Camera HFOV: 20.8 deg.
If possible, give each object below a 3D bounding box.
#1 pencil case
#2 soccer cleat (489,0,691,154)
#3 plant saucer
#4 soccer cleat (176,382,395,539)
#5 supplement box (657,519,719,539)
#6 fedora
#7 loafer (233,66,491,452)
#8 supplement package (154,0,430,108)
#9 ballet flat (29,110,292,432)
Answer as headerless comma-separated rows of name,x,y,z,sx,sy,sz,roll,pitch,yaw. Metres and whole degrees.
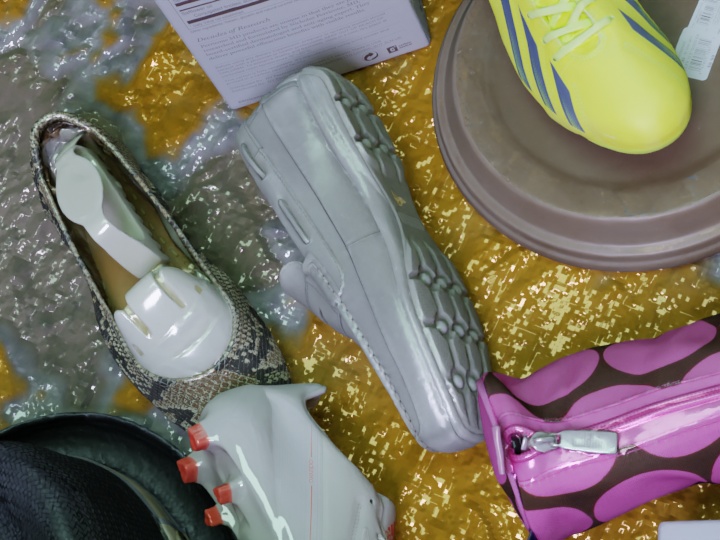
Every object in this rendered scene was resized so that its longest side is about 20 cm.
pencil case,0.150,0.051,0.811,0.200,0.094,0.091,-21,68,7
soccer cleat,0.082,-0.136,0.886,0.065,0.084,0.200,-29,62,2
plant saucer,0.128,-0.096,0.919,0.200,0.029,0.200,-6,65,14
soccer cleat,-0.009,0.135,0.840,0.077,0.069,0.200,-16,67,-25
supplement box,0.173,0.199,0.757,0.109,0.061,0.200,-4,65,16
fedora,-0.144,0.147,0.858,0.200,0.092,0.201,-7,65,15
loafer,0.000,0.000,0.899,0.070,0.070,0.200,-34,62,21
supplement package,-0.052,-0.181,0.913,0.109,0.200,0.114,-18,63,9
ballet flat,-0.104,0.000,0.921,0.068,0.075,0.200,-36,62,-2
